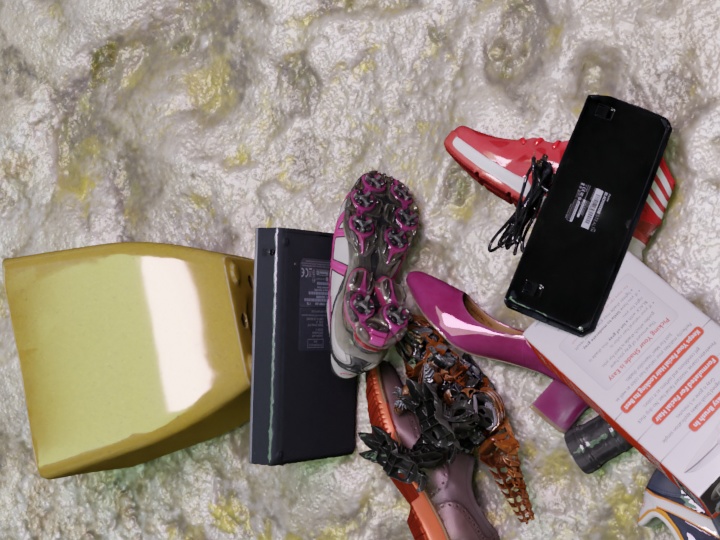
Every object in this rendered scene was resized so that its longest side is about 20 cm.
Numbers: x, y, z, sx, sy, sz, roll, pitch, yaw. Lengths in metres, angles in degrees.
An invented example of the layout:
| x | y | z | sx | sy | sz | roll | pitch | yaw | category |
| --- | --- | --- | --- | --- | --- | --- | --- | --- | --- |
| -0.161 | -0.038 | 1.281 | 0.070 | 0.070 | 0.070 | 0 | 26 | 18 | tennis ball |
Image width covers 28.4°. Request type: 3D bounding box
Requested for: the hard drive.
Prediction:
| x | y | z | sx | sy | sz | roll | pitch | yaw | category |
| --- | --- | --- | --- | --- | --- | --- | --- | --- | --- |
| -0.047 | 0.067 | 1.262 | 0.033 | 0.139 | 0.203 | 0 | 88 | 30 | hard drive |

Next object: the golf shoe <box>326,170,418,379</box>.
| x | y | z | sx | sy | sz | roll | pitch | yaw | category |
| --- | --- | --- | --- | --- | --- | --- | --- | --- | --- |
| 0.000 | 0.000 | 1.255 | 0.092 | 0.072 | 0.202 | -50 | 24 | 47 | golf shoe |

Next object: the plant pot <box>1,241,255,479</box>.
| x | y | z | sx | sy | sz | roll | pitch | yaw | category |
| --- | --- | --- | --- | --- | --- | --- | --- | --- | --- |
| -0.178 | 0.067 | 1.296 | 0.198 | 0.194 | 0.198 | -15 | 82 | 15 | plant pot |

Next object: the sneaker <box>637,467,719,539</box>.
| x | y | z | sx | sy | sz | roll | pitch | yaw | category |
| --- | --- | --- | --- | --- | --- | --- | --- | --- | --- |
| 0.315 | 0.226 | 1.145 | 0.199 | 0.078 | 0.080 | 33 | 95 | 31 | sneaker |

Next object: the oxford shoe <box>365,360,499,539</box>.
| x | y | z | sx | sy | sz | roll | pitch | yaw | category |
| --- | --- | --- | --- | --- | --- | --- | --- | --- | --- |
| 0.059 | 0.166 | 1.267 | 0.072 | 0.071 | 0.202 | -19 | 73 | -12 | oxford shoe |

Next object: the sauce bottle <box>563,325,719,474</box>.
| x | y | z | sx | sy | sz | roll | pitch | yaw | category |
| --- | --- | --- | --- | --- | --- | --- | --- | --- | --- |
| 0.262 | 0.105 | 1.178 | 0.199 | 0.065 | 0.065 | -35 | 76 | 19 | sauce bottle |

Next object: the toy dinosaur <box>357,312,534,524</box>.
| x | y | z | sx | sy | sz | roll | pitch | yaw | category |
| --- | --- | --- | --- | --- | --- | --- | --- | --- | --- |
| 0.083 | 0.122 | 1.212 | 0.199 | 0.135 | 0.103 | 35 | 121 | 31 | toy dinosaur |

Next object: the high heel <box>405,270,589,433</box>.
| x | y | z | sx | sy | sz | roll | pitch | yaw | category |
| --- | --- | --- | --- | --- | --- | --- | --- | --- | --- |
| 0.134 | 0.044 | 1.227 | 0.200 | 0.067 | 0.096 | 42 | 108 | 15 | high heel |

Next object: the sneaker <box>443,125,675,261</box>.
| x | y | z | sx | sy | sz | roll | pitch | yaw | category |
| --- | --- | --- | --- | --- | --- | --- | --- | --- | --- |
| 0.178 | -0.099 | 1.225 | 0.199 | 0.078 | 0.116 | 31 | 90 | 8 | sneaker |

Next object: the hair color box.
| x | y | z | sx | sy | sz | roll | pitch | yaw | category |
| --- | --- | --- | --- | --- | --- | --- | --- | --- | --- |
| 0.236 | 0.082 | 1.117 | 0.111 | 0.064 | 0.200 | -45 | 55 | -1 | hair color box |

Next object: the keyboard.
| x | y | z | sx | sy | sz | roll | pitch | yaw | category |
| --- | --- | --- | --- | --- | --- | --- | --- | --- | --- |
| 0.174 | -0.050 | 1.161 | 0.103 | 0.040 | 0.202 | 23 | 74 | 6 | keyboard |
